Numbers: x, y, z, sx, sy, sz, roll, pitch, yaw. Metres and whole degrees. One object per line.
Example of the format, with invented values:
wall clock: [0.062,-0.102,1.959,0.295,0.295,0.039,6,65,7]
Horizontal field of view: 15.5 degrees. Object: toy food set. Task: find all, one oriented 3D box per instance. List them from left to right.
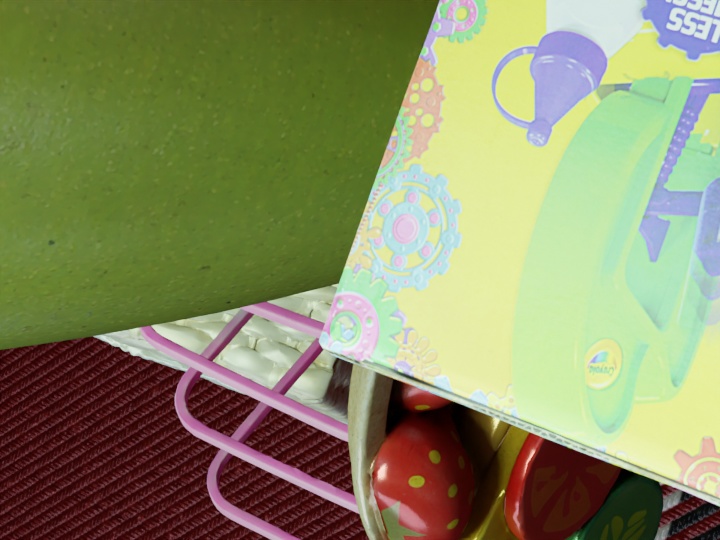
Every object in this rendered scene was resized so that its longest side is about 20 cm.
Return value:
toy food set: [0.072,0.016,0.846,0.049,0.201,0.198,28,-178,33]

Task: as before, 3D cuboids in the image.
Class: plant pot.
plant pot: [-0.081,-0.059,0.606,0.199,0.189,0.187,6,-175,-17]

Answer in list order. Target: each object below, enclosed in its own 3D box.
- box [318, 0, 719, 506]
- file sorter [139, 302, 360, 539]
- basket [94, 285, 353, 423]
box: [0.134,0.004,0.524,0.199,0.123,0.192,21,-178,29]
file sorter: [0.000,0.000,0.909,0.138,0.126,0.201,20,146,32]
basket: [-0.063,-0.041,1.339,0.199,0.199,0.161,20,179,5]
